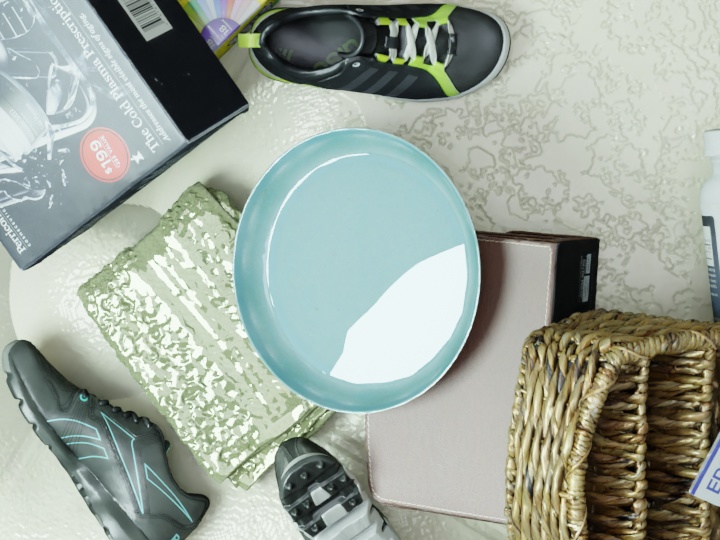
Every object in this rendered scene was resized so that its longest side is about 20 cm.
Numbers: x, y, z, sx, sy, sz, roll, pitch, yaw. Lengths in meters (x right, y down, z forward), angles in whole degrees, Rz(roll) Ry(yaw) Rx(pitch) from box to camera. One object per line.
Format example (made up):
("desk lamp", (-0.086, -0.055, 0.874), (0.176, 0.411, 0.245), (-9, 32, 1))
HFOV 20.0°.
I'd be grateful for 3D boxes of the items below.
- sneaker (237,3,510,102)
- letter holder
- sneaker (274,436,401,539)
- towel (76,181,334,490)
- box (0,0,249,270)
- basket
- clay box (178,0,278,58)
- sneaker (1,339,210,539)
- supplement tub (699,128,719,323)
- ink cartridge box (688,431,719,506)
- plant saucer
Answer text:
("sneaker", (0.011, -0.157, 1.475), (0.198, 0.083, 0.072), (-2, 94, -1))
("letter holder", (0.086, 0.072, 1.480), (0.141, 0.100, 0.202), (5, 95, 24))
("sneaker", (-0.006, 0.198, 1.514), (0.066, 0.091, 0.201), (-32, 116, -3))
("towel", (-0.104, 0.050, 1.526), (0.148, 0.036, 0.200), (-40, 91, 7))
("box", (-0.216, -0.137, 1.453), (0.182, 0.104, 0.201), (-34, 93, 31))
("basket", (0.190, 0.135, 1.374), (0.148, 0.142, 0.202), (8, 103, 35))
("clay box", (-0.117, -0.224, 1.502), (0.200, 0.048, 0.115), (-43, 89, 8))
("sneaker", (-0.193, 0.127, 1.530), (0.079, 0.075, 0.201), (-36, 97, -8))
("supplement tub", (0.313, -0.005, 1.436), (0.139, 0.140, 0.202), (-7, 94, 5))
("ink cartridge box", (0.340, 0.096, 1.355), (0.199, 0.047, 0.199), (26, 97, -11))
("plant saucer", (0.000, 0.000, 1.452), (0.199, 0.027, 0.202), (1, 92, 29))
